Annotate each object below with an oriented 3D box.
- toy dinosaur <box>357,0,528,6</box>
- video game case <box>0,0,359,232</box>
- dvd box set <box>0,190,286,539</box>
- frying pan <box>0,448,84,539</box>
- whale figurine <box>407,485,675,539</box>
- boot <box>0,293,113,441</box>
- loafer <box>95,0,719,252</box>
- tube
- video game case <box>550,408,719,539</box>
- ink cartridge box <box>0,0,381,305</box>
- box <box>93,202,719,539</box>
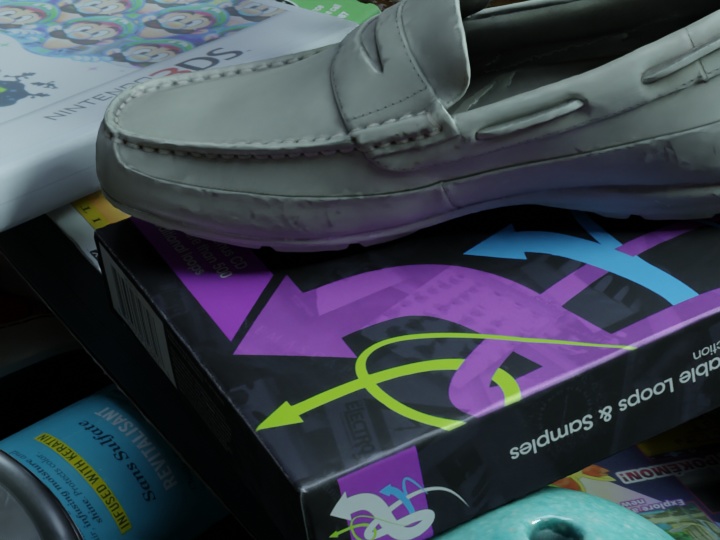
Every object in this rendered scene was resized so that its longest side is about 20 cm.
[{"bbox_3d":[0.010,-0.108,0.830,0.106,0.061,0.200,10,4,-5],"label":"toy dinosaur"},{"bbox_3d":[-0.131,-0.070,0.872,0.200,0.024,0.182,17,28,31],"label":"video game case"},{"bbox_3d":[0.000,0.000,0.864,0.200,0.029,0.146,-22,61,-45],"label":"dvd box set"},{"bbox_3d":[-0.106,0.062,0.755,0.115,0.031,0.190,33,54,-2],"label":"frying pan"},{"bbox_3d":[0.007,0.110,0.694,0.199,0.104,0.159,1,30,-14],"label":"whale figurine"},{"bbox_3d":[-0.193,0.033,0.834,0.144,0.073,0.200,28,28,34],"label":"boot"},{"bbox_3d":[0.024,-0.050,0.728,0.199,0.070,0.070,-6,34,8],"label":"loafer"},{"bbox_3d":[-0.101,0.080,0.788,0.077,0.050,0.200,41,43,16],"label":"tube"},{"bbox_3d":[0.096,0.054,0.897,0.199,0.023,0.182,-8,32,-25],"label":"video game case"},{"bbox_3d":[-0.114,-0.063,1.000,0.200,0.084,0.145,19,33,21],"label":"ink cartridge box"},{"bbox_3d":[0.045,-0.003,0.749,0.200,0.036,0.143,-22,36,-17],"label":"box"}]
